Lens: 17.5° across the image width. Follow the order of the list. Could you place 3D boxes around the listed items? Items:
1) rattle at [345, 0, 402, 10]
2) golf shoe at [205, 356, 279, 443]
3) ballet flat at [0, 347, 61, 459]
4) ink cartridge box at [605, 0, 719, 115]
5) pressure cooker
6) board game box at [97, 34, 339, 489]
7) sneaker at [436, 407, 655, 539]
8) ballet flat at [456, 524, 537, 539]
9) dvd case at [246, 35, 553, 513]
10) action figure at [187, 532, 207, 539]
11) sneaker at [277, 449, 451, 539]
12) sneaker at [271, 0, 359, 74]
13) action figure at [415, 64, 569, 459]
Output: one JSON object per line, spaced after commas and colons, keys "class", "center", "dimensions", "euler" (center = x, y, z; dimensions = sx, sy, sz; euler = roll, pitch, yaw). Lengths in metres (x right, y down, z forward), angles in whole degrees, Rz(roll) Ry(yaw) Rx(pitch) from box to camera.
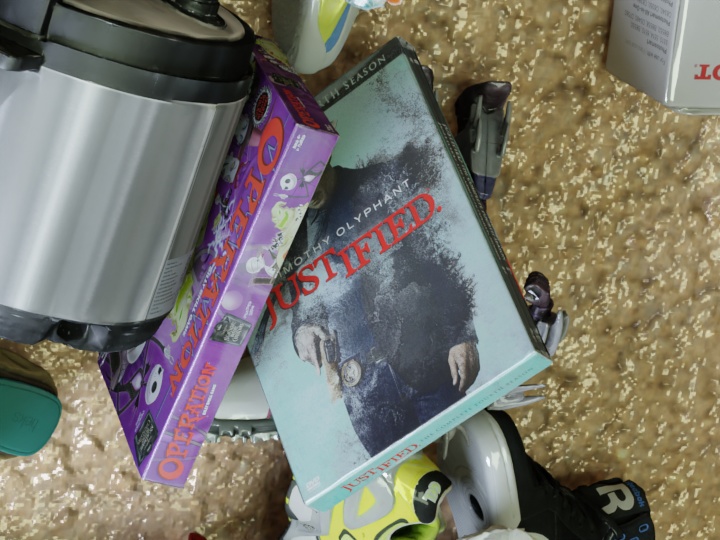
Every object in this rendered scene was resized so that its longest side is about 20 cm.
{"class": "rattle", "center": [-0.048, -0.224, 1.117], "dimensions": [0.199, 0.130, 0.143], "euler": [18, 65, 10]}
{"class": "golf shoe", "center": [-0.022, 0.045, 1.273], "dimensions": [0.199, 0.077, 0.088], "euler": [-11, 90, -17]}
{"class": "ballet flat", "center": [-0.211, 0.052, 1.144], "dimensions": [0.069, 0.063, 0.200], "euler": [-56, 160, -6]}
{"class": "ink cartridge box", "center": [0.222, -0.190, 1.258], "dimensions": [0.145, 0.084, 0.201], "euler": [0, 109, -22]}
{"class": "pressure cooker", "center": [-0.142, -0.082, 1.113], "dimensions": [0.178, 0.176, 0.201], "euler": [12, 108, -27]}
{"class": "board game box", "center": [-0.075, -0.007, 1.166], "dimensions": [0.032, 0.120, 0.201], "euler": [14, 112, -29]}
{"class": "sneaker", "center": [0.111, 0.130, 1.332], "dimensions": [0.112, 0.073, 0.200], "euler": [-25, 137, -14]}
{"class": "ballet flat", "center": [0.047, 0.193, 1.268], "dimensions": [0.071, 0.072, 0.200], "euler": [2, 132, -21]}
{"class": "dvd case", "center": [0.000, 0.000, 1.168], "dimensions": [0.146, 0.201, 0.022], "euler": [-34, 146, 20]}
{"class": "action figure", "center": [-0.108, 0.250, 1.320], "dimensions": [0.065, 0.052, 0.201], "euler": [16, 105, -30]}
{"class": "sneaker", "center": [0.001, 0.141, 1.249], "dimensions": [0.076, 0.200, 0.076], "euler": [28, 69, 9]}
{"class": "sneaker", "center": [0.024, -0.190, 1.191], "dimensions": [0.105, 0.076, 0.201], "euler": [10, 104, -24]}
{"class": "action figure", "center": [0.042, -0.001, 1.227], "dimensions": [0.130, 0.069, 0.201], "euler": [4, 80, -18]}
